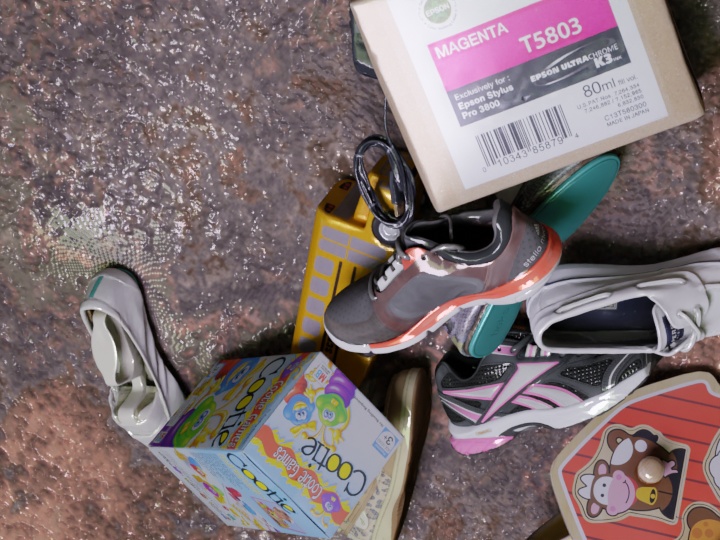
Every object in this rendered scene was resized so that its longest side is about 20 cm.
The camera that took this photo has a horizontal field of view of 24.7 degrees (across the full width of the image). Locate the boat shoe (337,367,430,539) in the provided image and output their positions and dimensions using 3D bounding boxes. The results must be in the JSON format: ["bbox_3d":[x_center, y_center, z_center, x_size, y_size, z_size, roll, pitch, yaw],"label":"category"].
[{"bbox_3d":[0.016,0.161,1.381,0.062,0.073,0.202,17,126,9],"label":"boat shoe"}]

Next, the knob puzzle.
[{"bbox_3d":[0.239,0.168,1.221,0.218,0.221,0.030,21,165,10],"label":"knob puzzle"}]

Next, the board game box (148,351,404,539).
[{"bbox_3d":[-0.072,0.140,1.330,0.105,0.103,0.199,46,157,-17],"label":"board game box"}]

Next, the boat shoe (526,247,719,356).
[{"bbox_3d":[0.221,0.033,1.191,0.198,0.066,0.074,-7,126,8],"label":"boat shoe"}]

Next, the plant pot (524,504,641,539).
[{"bbox_3d":[0.225,0.270,1.296,0.200,0.200,0.190,-33,87,35],"label":"plant pot"}]

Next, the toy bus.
[{"bbox_3d":[0.000,0.000,1.294,0.078,0.065,0.202,21,126,12],"label":"toy bus"}]

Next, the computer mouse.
[{"bbox_3d":[0.022,-0.131,1.193,0.058,0.034,0.202,1,101,8],"label":"computer mouse"}]

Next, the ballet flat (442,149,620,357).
[{"bbox_3d":[0.114,-0.028,1.222,0.072,0.072,0.201,33,115,1],"label":"ballet flat"}]

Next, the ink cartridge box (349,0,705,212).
[{"bbox_3d":[0.113,-0.153,1.111,0.198,0.075,0.166,-20,111,15],"label":"ink cartridge box"}]

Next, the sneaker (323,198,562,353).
[{"bbox_3d":[0.044,-0.007,1.171,0.199,0.078,0.082,-23,131,30],"label":"sneaker"}]

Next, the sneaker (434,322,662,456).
[{"bbox_3d":[0.138,0.076,1.276,0.199,0.080,0.087,-24,98,27],"label":"sneaker"}]

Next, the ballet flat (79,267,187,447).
[{"bbox_3d":[-0.201,0.095,1.441,0.069,0.070,0.202,-4,118,26],"label":"ballet flat"}]
